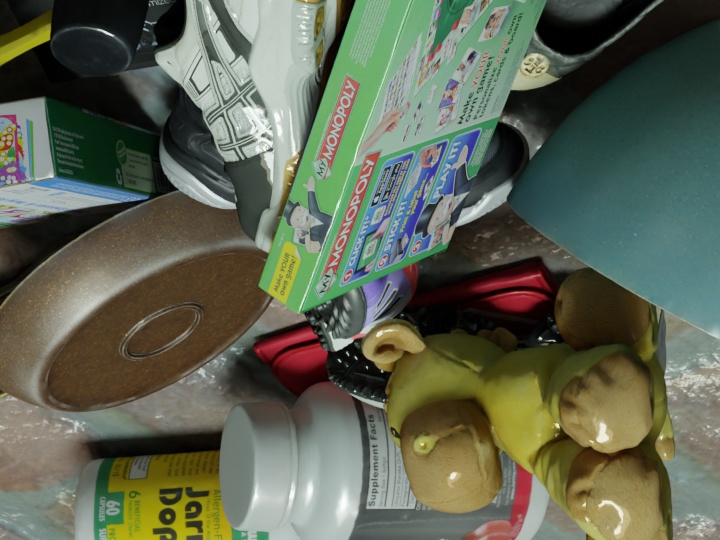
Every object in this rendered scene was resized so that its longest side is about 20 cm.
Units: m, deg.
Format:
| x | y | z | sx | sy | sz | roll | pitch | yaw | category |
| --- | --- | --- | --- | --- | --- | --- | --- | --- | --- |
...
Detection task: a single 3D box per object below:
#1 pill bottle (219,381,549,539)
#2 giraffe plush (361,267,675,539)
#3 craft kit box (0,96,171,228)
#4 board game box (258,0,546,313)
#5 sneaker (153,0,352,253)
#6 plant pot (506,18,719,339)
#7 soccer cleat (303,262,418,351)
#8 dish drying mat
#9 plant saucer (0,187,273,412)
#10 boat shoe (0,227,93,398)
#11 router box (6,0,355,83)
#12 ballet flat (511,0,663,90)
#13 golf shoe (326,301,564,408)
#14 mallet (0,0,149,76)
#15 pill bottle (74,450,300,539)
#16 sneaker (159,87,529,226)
| x | y | z | sx | sy | sz | roll | pitch | yaw | category |
| --- | --- | --- | --- | --- | --- | --- | --- | --- | --- |
| 0.014 | 0.128 | 1.257 | 0.200 | 0.111 | 0.111 | 3 | 146 | -20 | pill bottle |
| 0.086 | 0.076 | 1.062 | 0.162 | 0.200 | 0.173 | -4 | 114 | 12 | giraffe plush |
| -0.219 | -0.045 | 0.993 | 0.197 | 0.049 | 0.200 | -11 | 177 | 9 | craft kit box |
| 0.029 | -0.084 | 0.909 | 0.135 | 0.029 | 0.200 | -21 | 139 | -52 | board game box |
| -0.053 | -0.094 | 0.902 | 0.088 | 0.076 | 0.200 | 16 | 137 | 11 | sneaker |
| 0.195 | -0.049 | 0.988 | 0.200 | 0.200 | 0.135 | 21 | 103 | -30 | plant pot |
| 0.000 | 0.000 | 1.082 | 0.073 | 0.068 | 0.200 | -30 | 173 | -6 | soccer cleat |
| 0.036 | 0.043 | 1.237 | 0.200 | 0.018 | 0.077 | -16 | 144 | 20 | dish drying mat |
| -0.121 | 0.024 | 1.107 | 0.200 | 0.035 | 0.200 | -27 | 158 | -12 | plant saucer |
| -0.188 | 0.036 | 1.173 | 0.200 | 0.068 | 0.072 | -26 | 138 | 31 | boat shoe |
| -0.077 | -0.169 | 0.894 | 0.200 | 0.052 | 0.157 | -8 | 144 | 10 | router box |
| 0.128 | -0.144 | 0.934 | 0.066 | 0.057 | 0.200 | 22 | 139 | -29 | ballet flat |
| 0.078 | 0.071 | 1.196 | 0.200 | 0.078 | 0.095 | 0 | 146 | 0 | golf shoe |
| -0.172 | -0.109 | 0.908 | 0.200 | 0.066 | 0.041 | -12 | 145 | 41 | mallet |
| -0.092 | 0.181 | 1.349 | 0.200 | 0.113 | 0.113 | -4 | 145 | 4 | pill bottle |
| -0.006 | -0.080 | 1.003 | 0.200 | 0.076 | 0.114 | 3 | 148 | -3 | sneaker |
